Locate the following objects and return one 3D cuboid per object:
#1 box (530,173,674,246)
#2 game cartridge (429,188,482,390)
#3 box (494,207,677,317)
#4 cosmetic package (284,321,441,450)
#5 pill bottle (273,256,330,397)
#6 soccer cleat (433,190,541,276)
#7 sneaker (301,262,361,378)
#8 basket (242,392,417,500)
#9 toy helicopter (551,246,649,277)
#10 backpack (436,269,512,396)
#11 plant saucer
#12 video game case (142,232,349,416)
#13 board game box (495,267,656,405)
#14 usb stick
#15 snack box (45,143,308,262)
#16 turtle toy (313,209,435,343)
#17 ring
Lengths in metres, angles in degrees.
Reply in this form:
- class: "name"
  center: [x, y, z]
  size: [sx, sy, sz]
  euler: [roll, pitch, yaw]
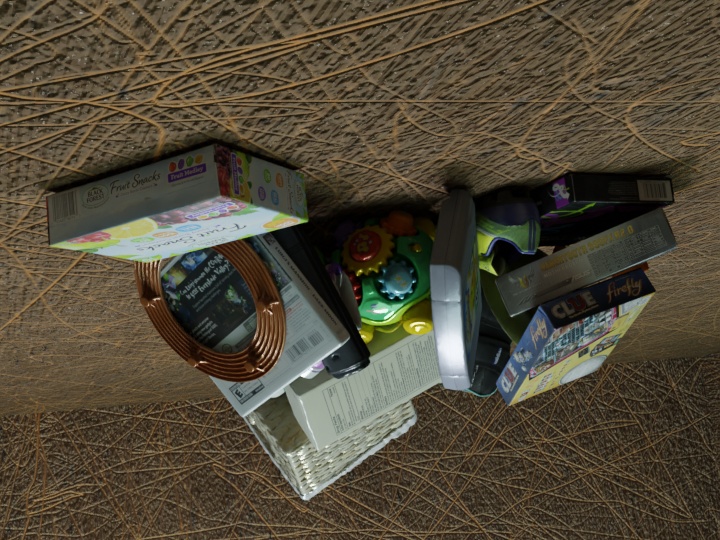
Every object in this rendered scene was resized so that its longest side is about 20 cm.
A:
- class: "box"
  center: [0.241, -0.066, 1.295]
  size: [0.142, 0.037, 0.200]
  euler: [-1, 169, -27]
- class: "game cartridge"
  center: [0.105, 0.030, 1.215]
  size: [0.040, 0.134, 0.201]
  euler: [5, 137, 15]
- class: "box"
  center: [0.262, -0.009, 1.286]
  size: [0.198, 0.049, 0.158]
  euler: [-24, 174, 15]
- class: "cosmetic package"
  center: [0.009, 0.112, 1.317]
  size: [0.199, 0.071, 0.106]
  euler: [-26, 132, -14]
- class: "pill bottle"
  center: [-0.058, 0.055, 1.371]
  size: [0.199, 0.113, 0.113]
  euler: [-35, 176, -14]
- class: "soccer cleat"
  center: [0.135, -0.030, 1.281]
  size: [0.064, 0.085, 0.200]
  euler: [-1, 168, -28]
- class: "sneaker"
  center: [-0.079, 0.006, 1.206]
  size: [0.114, 0.201, 0.073]
  euler: [-43, -179, 25]
- class: "basket"
  center: [-0.056, 0.151, 1.475]
  size: [0.199, 0.199, 0.161]
  euler: [-33, 153, -13]
- class: "toy helicopter"
  center: [0.298, -0.018, 1.466]
  size: [0.131, 0.080, 0.200]
  euler: [-24, 180, 13]
- class: "backpack"
  center: [0.116, 0.061, 1.492]
  size: [0.153, 0.177, 0.199]
  euler: [29, -172, 34]
- class: "plant saucer"
  center: [0.236, 0.039, 1.451]
  size: [0.199, 0.202, 0.031]
  euler: [4, 145, -45]
- class: "video game case"
  center: [-0.125, 0.043, 1.174]
  size: [0.200, 0.182, 0.023]
  euler: [-38, -179, 43]
- class: "board game box"
  center: [0.243, 0.079, 1.292]
  size: [0.134, 0.035, 0.201]
  euler: [-18, 154, -20]
- class: "usb stick"
  center: [-0.054, 0.017, 1.146]
  size: [0.055, 0.201, 0.033]
  euler: [-24, -170, 26]
- class: "snack box"
  center: [-0.169, -0.057, 1.037]
  size: [0.198, 0.054, 0.142]
  euler: [-12, 169, 28]
- class: "turtle toy"
  center: [0.000, 0.000, 1.263]
  size: [0.198, 0.147, 0.101]
  euler: [-11, 145, 20]
- class: "ring"
  center: [-0.162, 0.032, 1.166]
  size: [0.199, 0.202, 0.019]
  euler: [-15, -164, 40]
